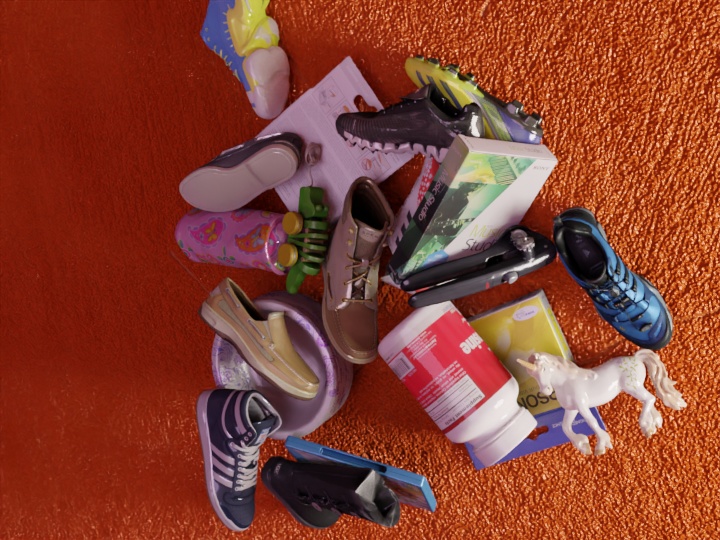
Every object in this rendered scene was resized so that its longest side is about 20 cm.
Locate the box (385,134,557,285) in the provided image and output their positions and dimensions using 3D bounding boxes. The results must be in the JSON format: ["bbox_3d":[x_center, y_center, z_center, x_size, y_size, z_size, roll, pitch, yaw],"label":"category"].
[{"bbox_3d":[0.131,-0.066,1.034,0.036,0.143,0.201,56,133,38],"label":"box"}]

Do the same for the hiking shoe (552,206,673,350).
[{"bbox_3d":[0.290,0.018,1.023,0.074,0.087,0.200,-42,83,27],"label":"hiking shoe"}]

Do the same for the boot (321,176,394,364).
[{"bbox_3d":[0.000,0.000,1.092,0.155,0.071,0.202,116,150,-53],"label":"boot"}]

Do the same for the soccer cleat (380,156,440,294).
[{"bbox_3d":[0.070,-0.066,1.122,0.084,0.069,0.202,12,112,18],"label":"soccer cleat"}]

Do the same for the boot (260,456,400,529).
[{"bbox_3d":[-0.021,0.318,1.195,0.199,0.066,0.165,-7,141,42],"label":"boot"}]

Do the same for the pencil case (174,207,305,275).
[{"bbox_3d":[-0.169,-0.044,1.210,0.199,0.087,0.088,6,105,39],"label":"pencil case"}]

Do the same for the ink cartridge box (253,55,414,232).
[{"bbox_3d":[-0.037,-0.162,1.163,0.199,0.050,0.162,-36,85,24],"label":"ink cartridge box"}]

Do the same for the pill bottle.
[{"bbox_3d":[0.122,0.138,1.072,0.112,0.112,0.200,-44,81,27],"label":"pill bottle"}]

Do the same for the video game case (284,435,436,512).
[{"bbox_3d":[0.003,0.284,1.201,0.198,0.143,0.018,13,66,18],"label":"video game case"}]

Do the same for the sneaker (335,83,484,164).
[{"bbox_3d":[0.063,-0.184,1.043,0.198,0.066,0.091,15,116,23],"label":"sneaker"}]

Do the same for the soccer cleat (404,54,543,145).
[{"bbox_3d":[0.129,-0.195,1.063,0.199,0.065,0.084,35,115,14],"label":"soccer cleat"}]

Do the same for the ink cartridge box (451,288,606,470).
[{"bbox_3d":[0.188,0.152,1.129,0.196,0.047,0.202,-25,88,27],"label":"ink cartridge box"}]

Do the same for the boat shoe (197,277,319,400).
[{"bbox_3d":[-0.124,0.086,1.138,0.199,0.072,0.076,39,99,11],"label":"boat shoe"}]

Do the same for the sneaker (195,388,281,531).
[{"bbox_3d":[-0.157,0.258,1.182,0.108,0.070,0.202,-11,92,32],"label":"sneaker"}]

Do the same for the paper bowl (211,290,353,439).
[{"bbox_3d":[-0.103,0.128,1.228,0.199,0.104,0.203,6,105,25],"label":"paper bowl"}]

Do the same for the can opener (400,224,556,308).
[{"bbox_3d":[0.145,0.003,1.037,0.063,0.198,0.079,-127,24,-47],"label":"can opener"}]

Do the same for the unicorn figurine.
[{"bbox_3d":[0.281,0.148,1.042,0.074,0.198,0.139,138,115,-70],"label":"unicorn figurine"}]

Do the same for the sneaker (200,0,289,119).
[{"bbox_3d":[-0.160,-0.298,1.178,0.104,0.075,0.202,-9,87,37],"label":"sneaker"}]

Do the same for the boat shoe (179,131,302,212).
[{"bbox_3d":[-0.160,-0.136,1.175,0.199,0.062,0.073,-17,124,31],"label":"boat shoe"}]

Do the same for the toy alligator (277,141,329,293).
[{"bbox_3d":[-0.062,-0.065,1.128,0.054,0.059,0.202,15,98,43],"label":"toy alligator"}]
